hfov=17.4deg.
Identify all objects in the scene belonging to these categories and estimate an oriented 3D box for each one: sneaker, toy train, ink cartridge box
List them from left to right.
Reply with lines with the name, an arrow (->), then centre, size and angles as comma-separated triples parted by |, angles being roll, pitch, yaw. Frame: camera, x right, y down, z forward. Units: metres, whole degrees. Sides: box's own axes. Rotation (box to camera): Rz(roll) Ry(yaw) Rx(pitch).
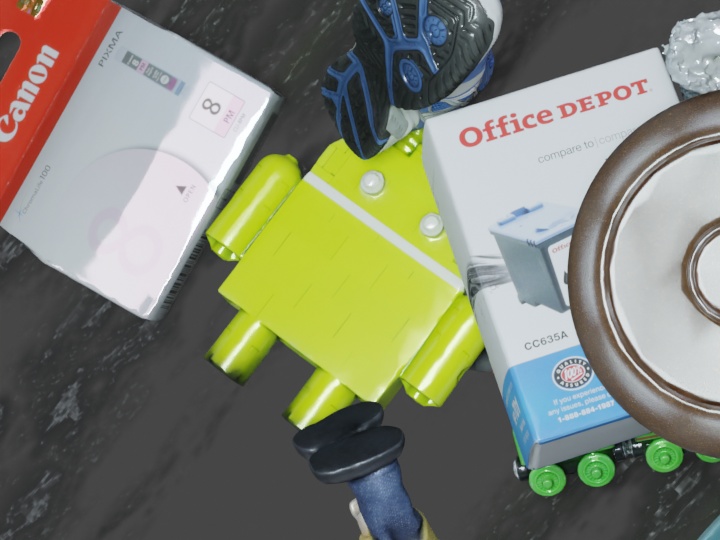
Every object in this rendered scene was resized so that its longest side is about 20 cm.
ink cartridge box -> -0.170, -0.085, 1.460 | 0.200, 0.057, 0.163 | 29, 92, 5
sneaker -> 0.039, -0.128, 1.337 | 0.077, 0.200, 0.076 | -27, 87, -22
ink cartridge box -> 0.133, -0.006, 1.344 | 0.146, 0.086, 0.200 | -18, 76, -2
toy train -> 0.184, 0.086, 1.388 | 0.200, 0.042, 0.056 | -13, 113, 8

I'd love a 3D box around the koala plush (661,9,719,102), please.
koala plush -> 0.274, -0.113, 1.330 | 0.200, 0.177, 0.184 | 0, 88, 18

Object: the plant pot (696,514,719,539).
plant pot -> 0.273, 0.238, 1.293 | 0.196, 0.200, 0.200 | 36, 93, -8

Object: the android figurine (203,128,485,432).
android figurine -> 0.000, 0.000, 1.417 | 0.182, 0.041, 0.200 | 38, 86, 15

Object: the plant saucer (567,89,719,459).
plant saucer -> 0.202, 0.002, 1.244 | 0.200, 0.032, 0.200 | 0, 89, 21

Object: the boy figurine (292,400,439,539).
boy figurine -> 0.022, 0.174, 1.384 | 0.064, 0.124, 0.200 | -23, 117, -10

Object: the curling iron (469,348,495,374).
curling iron -> 0.084, 0.043, 1.424 | 0.200, 0.026, 0.050 | -1, 66, 14
